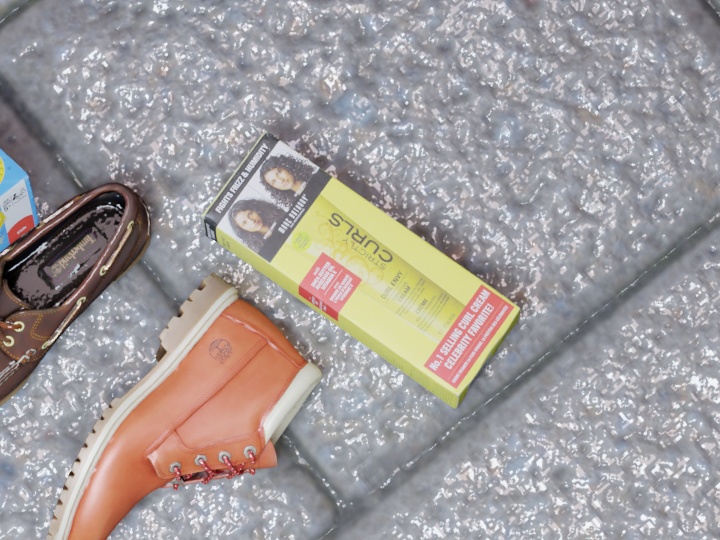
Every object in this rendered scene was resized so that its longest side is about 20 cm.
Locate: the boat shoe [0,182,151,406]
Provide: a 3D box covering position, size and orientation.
[{"bbox_3d":[-0.214,0.019,1.713,0.070,0.070,0.200,42,83,7],"label":"boat shoe"}]

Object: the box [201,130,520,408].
[{"bbox_3d":[0.000,0.000,1.724,0.200,0.050,0.075,36,81,7],"label":"box"}]

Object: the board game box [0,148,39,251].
[{"bbox_3d":[-0.339,-0.046,1.689,0.196,0.056,0.200,-40,67,-20],"label":"board game box"}]

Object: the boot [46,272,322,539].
[{"bbox_3d":[-0.111,0.111,1.695,0.107,0.075,0.200,37,80,2],"label":"boot"}]
